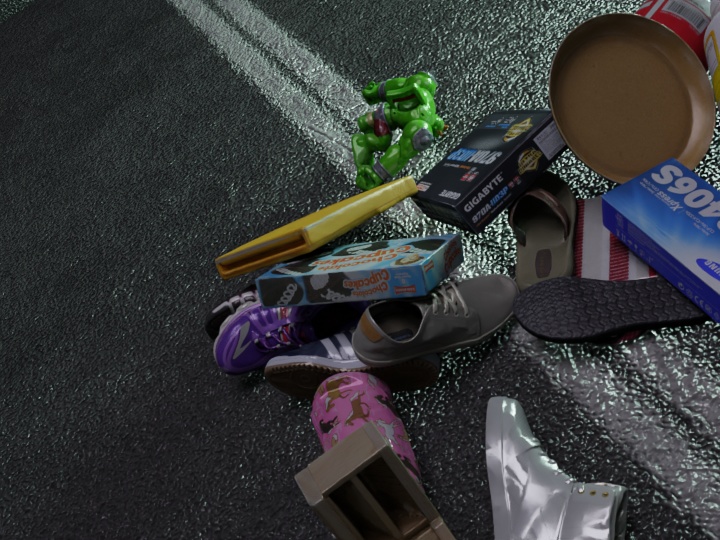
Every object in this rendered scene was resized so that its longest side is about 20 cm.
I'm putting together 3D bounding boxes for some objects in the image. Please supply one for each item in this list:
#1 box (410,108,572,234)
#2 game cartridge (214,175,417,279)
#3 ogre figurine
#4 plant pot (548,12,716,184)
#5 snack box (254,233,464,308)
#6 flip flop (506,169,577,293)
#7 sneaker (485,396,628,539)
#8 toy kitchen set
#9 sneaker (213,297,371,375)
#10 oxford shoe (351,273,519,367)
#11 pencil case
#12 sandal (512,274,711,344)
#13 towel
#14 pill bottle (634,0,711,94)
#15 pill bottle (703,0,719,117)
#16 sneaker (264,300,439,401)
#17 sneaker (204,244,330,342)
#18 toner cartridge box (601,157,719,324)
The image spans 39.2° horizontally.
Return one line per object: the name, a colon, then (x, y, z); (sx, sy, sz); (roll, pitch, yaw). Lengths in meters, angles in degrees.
box: (0.149, -0.121, 1.189); (0.159, 0.046, 0.200); (-43, 15, -3)
game cartridge: (-0.052, -0.052, 1.220); (0.176, 0.033, 0.200); (-16, 8, 47)
ogre figurine: (0.050, -0.201, 1.382); (0.120, 0.098, 0.200); (-22, 25, 31)
plant pot: (0.293, -0.183, 1.103); (0.200, 0.200, 0.027); (-46, 2, -19)
snack box: (0.000, 0.000, 1.093); (0.199, 0.037, 0.116); (-5, 16, 27)
flip flop: (0.193, -0.052, 1.106); (0.081, 0.058, 0.200); (-16, 39, 23)
sneaker: (0.172, 0.190, 0.873); (0.115, 0.074, 0.201); (-16, 49, 16)
toy kitchen set: (0.020, 0.272, 0.785); (0.163, 0.181, 0.200); (-36, 32, -4)
sneaker: (-0.080, 0.065, 1.164); (0.199, 0.081, 0.083); (-27, 20, 6)
oxford shoe: (0.084, 0.044, 1.044); (0.199, 0.058, 0.075); (-17, 51, -23)
pencil case: (0.006, 0.187, 0.979); (0.083, 0.086, 0.200); (-53, 29, 24)
sandal: (0.253, 0.044, 1.007); (0.199, 0.045, 0.075); (-4, 55, 11)
towel: (0.271, -0.029, 1.091); (0.199, 0.023, 0.144); (-12, 43, 27)
pill bottle: (0.340, -0.235, 1.202); (0.112, 0.112, 0.200); (17, 57, 45)
pill bottle: (0.435, -0.226, 1.103); (0.104, 0.104, 0.201); (-14, 52, 22)
sneaker: (-0.004, 0.080, 1.115); (0.199, 0.070, 0.109); (-6, 48, 20)
sneaker: (-0.097, 0.024, 1.258); (0.199, 0.076, 0.116); (-19, 30, 3)
toner cartridge box: (0.334, -0.028, 0.989); (0.095, 0.043, 0.200); (-29, 45, -11)
